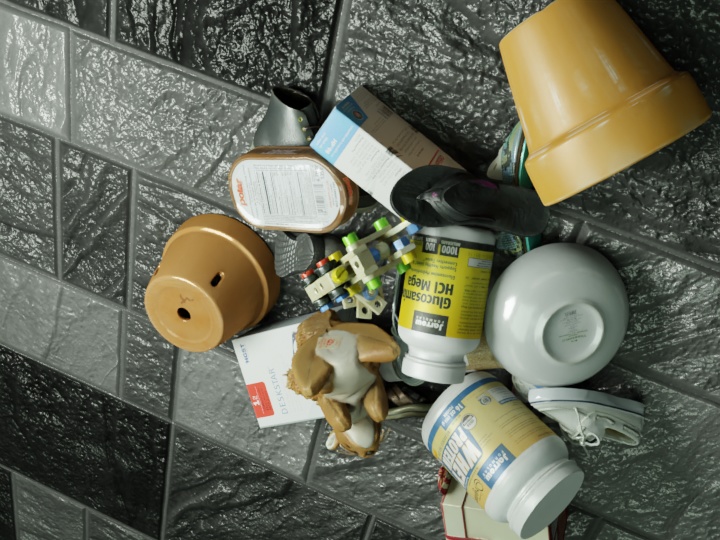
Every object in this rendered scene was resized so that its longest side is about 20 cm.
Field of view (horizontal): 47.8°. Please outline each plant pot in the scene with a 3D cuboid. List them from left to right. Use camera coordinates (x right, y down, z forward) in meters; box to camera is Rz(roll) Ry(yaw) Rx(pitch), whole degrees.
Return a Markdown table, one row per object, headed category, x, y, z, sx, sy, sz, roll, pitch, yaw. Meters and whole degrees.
| category | x | y | z | sx | sy | sz | roll | pitch | yaw |
| --- | --- | --- | --- | --- | --- | --- | --- | --- | --- |
| plant pot | -0.243 | 0.032 | 1.272 | 0.198 | 0.140 | 0.202 | 12 | 125 | 17 |
| plant pot | 0.248 | -0.200 | 0.894 | 0.199 | 0.200 | 0.185 | -29 | 91 | 34 |

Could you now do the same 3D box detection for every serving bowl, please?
| category | x | y | z | sx | sy | sz | roll | pitch | yaw |
| --- | --- | --- | --- | --- | --- | --- | --- | --- | --- |
| serving bowl | 0.265 | 0.069 | 1.062 | 0.197 | 0.066 | 0.203 | -3 | 109 | -8 |

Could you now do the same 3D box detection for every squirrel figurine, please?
| category | x | y | z | sx | sy | sz | roll | pitch | yaw |
| --- | --- | --- | --- | --- | --- | --- | --- | --- | --- |
| squirrel figurine | -0.025 | 0.164 | 1.158 | 0.200 | 0.140 | 0.188 | 42 | 154 | 52 |

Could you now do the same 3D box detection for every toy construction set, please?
| category | x | y | z | sx | sy | sz | roll | pitch | yaw |
| --- | --- | --- | --- | --- | --- | --- | --- | --- | --- |
| toy construction set | 0.000 | 0.000 | 1.045 | 0.093 | 0.130 | 0.200 | 53 | 153 | 14 |

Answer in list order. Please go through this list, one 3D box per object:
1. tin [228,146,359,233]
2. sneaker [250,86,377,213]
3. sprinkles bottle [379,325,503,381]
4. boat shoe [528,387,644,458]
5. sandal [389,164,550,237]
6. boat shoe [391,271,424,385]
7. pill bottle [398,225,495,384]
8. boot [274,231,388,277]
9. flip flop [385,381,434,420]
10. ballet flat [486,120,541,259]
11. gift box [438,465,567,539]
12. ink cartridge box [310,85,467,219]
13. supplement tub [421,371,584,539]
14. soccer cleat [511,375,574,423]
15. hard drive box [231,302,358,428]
| category | x | y | z | sx | sy | sz | roll | pitch | yaw |
| --- | --- | --- | --- | --- | --- | --- | --- | --- | --- |
| tin | -0.095 | -0.109 | 1.097 | 0.198 | 0.042 | 0.113 | 5 | 112 | 31 |
| sneaker | -0.055 | -0.161 | 1.107 | 0.198 | 0.075 | 0.107 | 29 | 131 | 6 |
| sprinkles bottle | 0.124 | 0.122 | 1.213 | 0.198 | 0.068 | 0.069 | -11 | 116 | 28 |
| boat shoe | 0.312 | 0.214 | 1.121 | 0.200 | 0.087 | 0.074 | 16 | 161 | -31 |
| sandal | 0.134 | -0.086 | 0.969 | 0.197 | 0.048 | 0.076 | 6 | 83 | -7 |
| boat shoe | 0.070 | 0.068 | 1.159 | 0.069 | 0.071 | 0.204 | 9 | 100 | 29 |
| pill bottle | 0.110 | 0.041 | 1.071 | 0.111 | 0.112 | 0.203 | 9 | 93 | 18 |
| boot | -0.045 | -0.022 | 1.184 | 0.130 | 0.200 | 0.071 | 1 | 96 | -24 |
| flip flop | 0.075 | 0.205 | 1.289 | 0.198 | 0.081 | 0.058 | -8 | 82 | 36 |
| ballet flat | 0.194 | -0.105 | 1.044 | 0.073 | 0.074 | 0.202 | 5 | 119 | 20 |
| gift box | 0.212 | 0.374 | 1.255 | 0.184 | 0.200 | 0.187 | 2 | 116 | 24 |
| ink cartridge box | 0.045 | -0.139 | 1.050 | 0.199 | 0.116 | 0.067 | 39 | 121 | -2 |
| supplement tub | 0.197 | 0.255 | 1.136 | 0.200 | 0.143 | 0.146 | 43 | 135 | 35 |
| soccer cleat | 0.246 | 0.142 | 1.164 | 0.085 | 0.070 | 0.202 | -22 | 112 | 14 |
| hard drive box | -0.087 | 0.154 | 1.295 | 0.198 | 0.077 | 0.158 | -16 | 95 | 31 |
